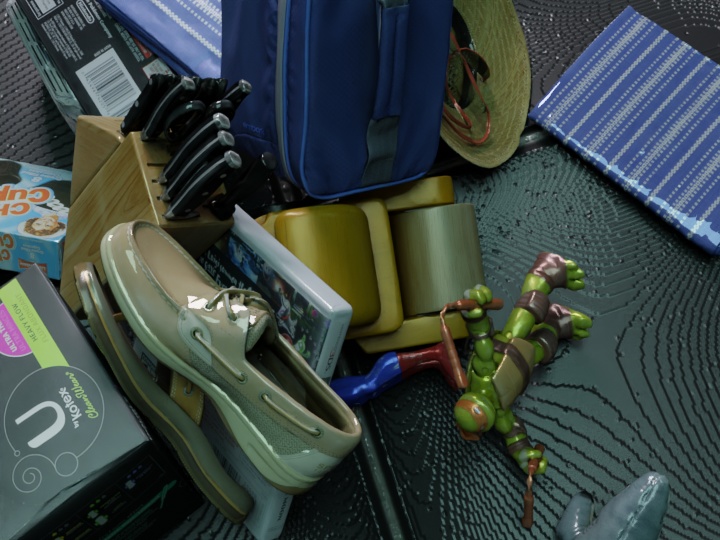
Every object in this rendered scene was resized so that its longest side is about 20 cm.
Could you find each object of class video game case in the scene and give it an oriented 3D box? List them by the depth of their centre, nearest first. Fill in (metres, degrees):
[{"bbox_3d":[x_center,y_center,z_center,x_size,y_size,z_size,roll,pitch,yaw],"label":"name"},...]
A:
[{"bbox_3d":[-0.094,0.054,0.751,0.023,0.185,0.199,-5,33,-41],"label":"video game case"},{"bbox_3d":[-0.162,-0.208,0.835,0.179,0.026,0.202,-34,76,-4],"label":"video game case"}]

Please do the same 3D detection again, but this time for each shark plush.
[{"bbox_3d":[0.141,0.222,0.738,0.199,0.084,0.091,-36,71,-12],"label":"shark plush"}]

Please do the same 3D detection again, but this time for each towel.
[{"bbox_3d":[-0.094,-0.242,0.812,0.144,0.024,0.201,38,84,14],"label":"towel"},{"bbox_3d":[0.262,-0.120,0.901,0.199,0.024,0.145,40,76,18],"label":"towel"}]

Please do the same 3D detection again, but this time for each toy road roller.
[{"bbox_3d":[0.000,0.000,0.788,0.196,0.146,0.126,-9,87,-4],"label":"toy road roller"}]

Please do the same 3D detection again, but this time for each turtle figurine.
[{"bbox_3d":[0.113,0.075,0.788,0.064,0.202,0.161,2,37,44],"label":"turtle figurine"}]

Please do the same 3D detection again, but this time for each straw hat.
[{"bbox_3d":[0.058,-0.175,0.896,0.084,0.200,0.205,-15,61,40],"label":"straw hat"}]

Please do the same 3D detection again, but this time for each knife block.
[{"bbox_3d":[-0.130,-0.036,0.718,0.063,0.204,0.174,-4,22,-41],"label":"knife block"}]

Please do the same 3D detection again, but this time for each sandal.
[{"bbox_3d":[-0.120,0.074,0.690,0.054,0.080,0.202,-36,105,-11],"label":"sandal"}]

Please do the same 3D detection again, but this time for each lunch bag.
[{"bbox_3d":[-0.011,-0.159,0.741,0.134,0.204,0.132,-18,34,-35],"label":"lunch bag"}]

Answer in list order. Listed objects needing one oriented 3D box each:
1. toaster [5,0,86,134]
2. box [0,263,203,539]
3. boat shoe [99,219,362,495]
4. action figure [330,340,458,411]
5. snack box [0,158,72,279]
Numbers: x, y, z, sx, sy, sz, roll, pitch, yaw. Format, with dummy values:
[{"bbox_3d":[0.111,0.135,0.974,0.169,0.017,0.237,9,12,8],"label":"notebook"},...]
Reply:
[{"bbox_3d":[-0.211,-0.193,0.905,0.128,0.114,0.202,-29,74,-7],"label":"toaster"},{"bbox_3d":[-0.209,0.120,0.731,0.123,0.201,0.149,-35,70,-12],"label":"box"},{"bbox_3d":[-0.077,0.040,0.649,0.065,0.072,0.201,-42,85,28],"label":"boat shoe"},{"bbox_3d":[-0.023,0.098,0.803,0.196,0.065,0.053,-12,81,2],"label":"action figure"},{"bbox_3d":[-0.310,-0.052,0.860,0.196,0.038,0.117,10,31,6],"label":"snack box"}]
